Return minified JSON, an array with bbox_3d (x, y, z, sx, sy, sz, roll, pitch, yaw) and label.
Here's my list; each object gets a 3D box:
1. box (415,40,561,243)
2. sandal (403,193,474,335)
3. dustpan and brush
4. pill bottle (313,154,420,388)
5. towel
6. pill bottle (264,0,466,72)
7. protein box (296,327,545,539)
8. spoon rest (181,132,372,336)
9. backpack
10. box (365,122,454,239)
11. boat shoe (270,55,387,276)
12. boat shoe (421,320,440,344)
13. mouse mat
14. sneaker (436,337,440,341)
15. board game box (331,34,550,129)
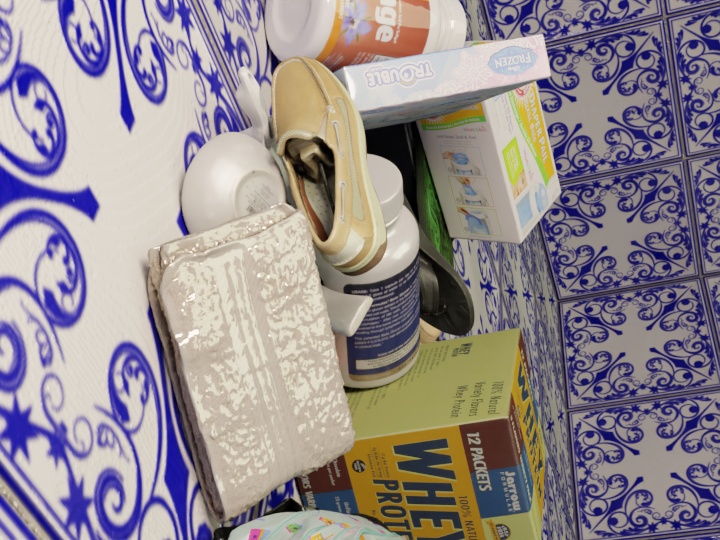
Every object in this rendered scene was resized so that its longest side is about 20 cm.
[{"bbox_3d":[0.143,-0.147,1.226,0.113,0.100,0.202,-47,130,-37],"label":"box"},{"bbox_3d":[0.041,-0.007,1.062,0.201,0.075,0.048,55,47,-19],"label":"sandal"},{"bbox_3d":[-0.083,-0.094,0.916,0.201,0.056,0.141,61,24,-50],"label":"dustpan and brush"},{"bbox_3d":[0.000,0.000,0.980,0.112,0.109,0.202,-83,172,-49],"label":"pill bottle"},{"bbox_3d":[-0.073,0.061,0.769,0.132,0.034,0.203,-23,106,-36],"label":"towel"},{"bbox_3d":[0.010,-0.256,1.104,0.198,0.112,0.114,-1,79,-39],"label":"pill bottle"},{"bbox_3d":[0.063,0.168,1.016,0.199,0.197,0.137,-60,137,-68],"label":"protein box"},{"bbox_3d":[-0.071,-0.023,0.867,0.200,0.060,0.100,50,60,-32],"label":"spoon rest"},{"bbox_3d":[-0.031,0.238,0.763,0.200,0.125,0.169,40,45,-63],"label":"backpack"},{"bbox_3d":[0.037,-0.109,1.291,0.182,0.103,0.203,-42,121,-71],"label":"box"},{"bbox_3d":[-0.035,-0.095,0.840,0.076,0.071,0.202,27,35,-54],"label":"boat shoe"},{"bbox_3d":[0.037,-0.004,1.180,0.201,0.069,0.074,56,21,-12],"label":"boat shoe"},{"bbox_3d":[0.086,-0.072,1.241,0.161,0.007,0.202,57,27,-55],"label":"mouse mat"},{"bbox_3d":[0.045,0.085,1.245,0.200,0.073,0.090,-41,115,-68],"label":"sneaker"},{"bbox_3d":[0.042,-0.167,1.011,0.199,0.198,0.044,178,-100,-67],"label":"board game box"}]
